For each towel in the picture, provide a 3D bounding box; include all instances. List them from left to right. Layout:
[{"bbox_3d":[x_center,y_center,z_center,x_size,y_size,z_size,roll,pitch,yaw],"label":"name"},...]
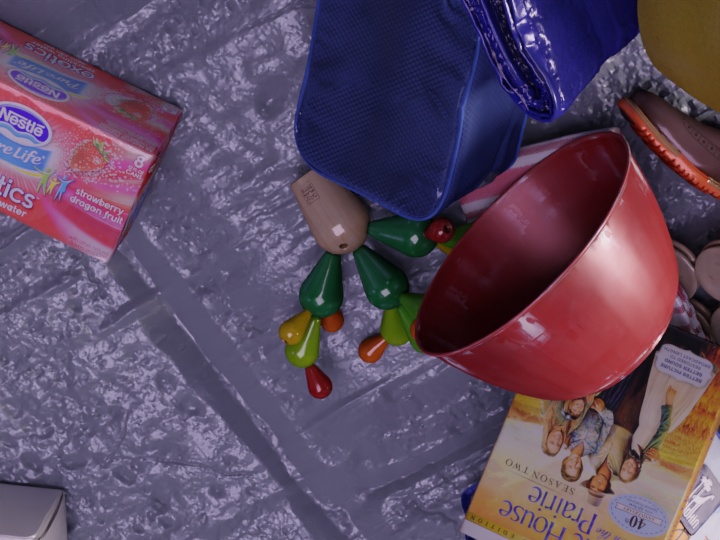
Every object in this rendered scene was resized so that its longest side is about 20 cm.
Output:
[{"bbox_3d":[0.133,-0.204,1.371,0.049,0.200,0.148,-5,118,40],"label":"towel"},{"bbox_3d":[0.162,-0.008,1.530,0.146,0.030,0.201,-11,114,35],"label":"towel"}]

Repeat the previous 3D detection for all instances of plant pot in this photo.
[{"bbox_3d":[0.268,-0.178,1.372,0.141,0.200,0.201,5,119,35],"label":"plant pot"}]

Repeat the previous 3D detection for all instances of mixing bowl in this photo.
[{"bbox_3d":[0.143,0.015,1.419,0.200,0.200,0.108,-39,109,24],"label":"mixing bowl"}]

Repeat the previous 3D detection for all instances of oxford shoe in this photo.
[{"bbox_3d":[0.273,-0.080,1.479,0.199,0.071,0.073,33,99,-14],"label":"oxford shoe"}]

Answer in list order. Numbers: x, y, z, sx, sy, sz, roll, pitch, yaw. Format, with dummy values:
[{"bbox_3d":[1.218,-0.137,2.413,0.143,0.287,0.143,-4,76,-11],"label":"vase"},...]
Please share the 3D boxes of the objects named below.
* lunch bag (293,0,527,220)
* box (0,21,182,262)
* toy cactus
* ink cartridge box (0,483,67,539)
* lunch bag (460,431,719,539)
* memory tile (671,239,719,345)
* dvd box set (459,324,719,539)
[{"bbox_3d":[0.050,-0.138,1.441,0.135,0.132,0.201,29,125,23],"label":"lunch bag"},{"bbox_3d":[-0.246,-0.105,1.532,0.199,0.095,0.103,26,116,-3],"label":"box"},{"bbox_3d":[0.000,0.000,1.549,0.200,0.102,0.165,-33,94,36],"label":"toy cactus"},{"bbox_3d":[-0.319,0.279,1.736,0.145,0.083,0.201,5,117,8],"label":"ink cartridge box"},{"bbox_3d":[0.203,0.195,1.587,0.200,0.124,0.170,-36,105,9],"label":"lunch bag"},{"bbox_3d":[0.300,0.042,1.500,0.199,0.017,0.154,3,126,40],"label":"memory tile"},{"bbox_3d":[0.174,0.126,1.497,0.146,0.029,0.201,24,93,17],"label":"dvd box set"}]
